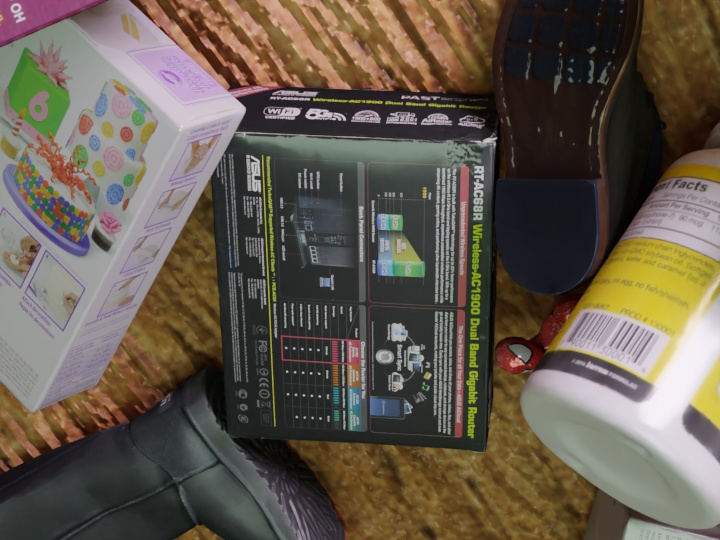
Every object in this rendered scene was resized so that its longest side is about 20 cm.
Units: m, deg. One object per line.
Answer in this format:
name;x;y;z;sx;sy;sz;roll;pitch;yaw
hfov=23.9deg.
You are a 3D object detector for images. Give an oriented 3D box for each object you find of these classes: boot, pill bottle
boot;0.114;-0.089;0.865;0.074;0.097;0.201;10;95;23
boot;-0.127;0.166;1.042;0.199;0.066;0.165;-30;104;19
pill bottle;0.175;0.014;0.828;0.114;0.200;0.114;33;163;11

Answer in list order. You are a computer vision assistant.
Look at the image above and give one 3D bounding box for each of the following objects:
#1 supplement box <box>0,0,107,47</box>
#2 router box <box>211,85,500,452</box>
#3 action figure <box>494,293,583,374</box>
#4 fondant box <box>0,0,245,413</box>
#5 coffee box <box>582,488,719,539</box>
supplement box;-0.169;-0.172;0.762;0.199;0.131;0.104;-26;121;-12
router box;0.000;0.000;0.928;0.149;0.062;0.201;4;121;7
action figure;0.173;0.040;0.924;0.199;0.052;0.066;-3;125;3
fondant box;-0.164;-0.048;0.889;0.144;0.058;0.200;43;123;17
coffee box;0.232;0.177;0.965;0.199;0.114;0.080;14;104;0
